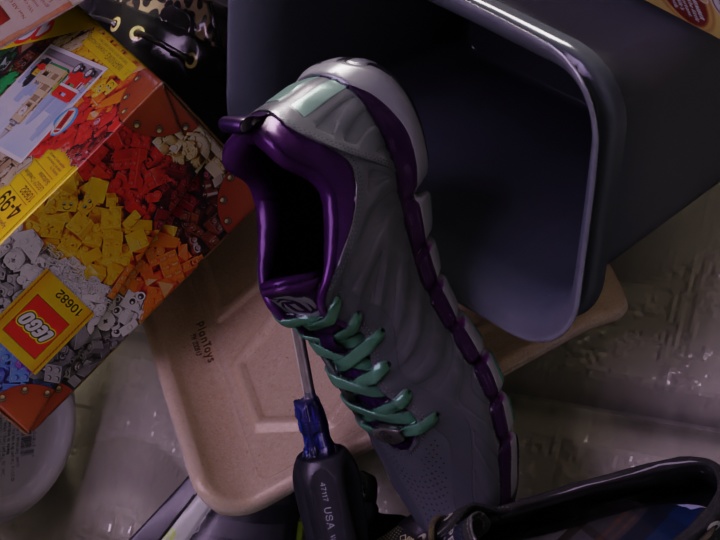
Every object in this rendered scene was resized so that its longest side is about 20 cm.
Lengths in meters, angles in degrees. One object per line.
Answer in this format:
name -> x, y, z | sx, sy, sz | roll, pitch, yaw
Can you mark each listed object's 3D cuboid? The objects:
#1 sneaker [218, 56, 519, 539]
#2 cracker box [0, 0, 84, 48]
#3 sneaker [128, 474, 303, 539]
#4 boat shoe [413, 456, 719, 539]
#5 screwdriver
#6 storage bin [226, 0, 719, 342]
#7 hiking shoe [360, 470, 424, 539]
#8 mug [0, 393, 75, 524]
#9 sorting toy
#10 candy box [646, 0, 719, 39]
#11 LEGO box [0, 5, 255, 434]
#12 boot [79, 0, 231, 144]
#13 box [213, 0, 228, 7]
sneaker -> -0.004, 0.024, 0.809 | 0.074, 0.087, 0.202 | -11, 102, 42
cracker box -> -0.090, -0.190, 0.939 | 0.199, 0.058, 0.134 | -26, 26, 26
sneaker -> -0.047, 0.121, 0.979 | 0.083, 0.072, 0.200 | 43, 99, 3
boat shoe -> 0.051, 0.116, 0.789 | 0.198, 0.067, 0.070 | -13, 42, 2
screwdriver -> -0.027, 0.035, 0.851 | 0.029, 0.028, 0.202 | -7, 102, 36
storage bin -> 0.060, -0.072, 0.866 | 0.199, 0.134, 0.147 | 31, 132, 36
hiking shoe -> 0.047, 0.137, 0.860 | 0.199, 0.075, 0.102 | 9, 84, 46
mug -> -0.236, 0.042, 1.114 | 0.174, 0.147, 0.202 | 13, 89, 36
sorting toy -> 0.000, 0.000, 0.937 | 0.199, 0.037, 0.186 | -26, 50, 4
candy box -> 0.122, -0.170, 0.818 | 0.117, 0.057, 0.200 | -45, 45, -8
LEGO box -> -0.150, -0.038, 0.964 | 0.149, 0.077, 0.200 | -45, 32, -3
boot -> -0.130, -0.084, 1.117 | 0.199, 0.073, 0.152 | 7, 77, 38
box -> -0.026, -0.194, 0.988 | 0.158, 0.048, 0.200 | -41, 25, -6
